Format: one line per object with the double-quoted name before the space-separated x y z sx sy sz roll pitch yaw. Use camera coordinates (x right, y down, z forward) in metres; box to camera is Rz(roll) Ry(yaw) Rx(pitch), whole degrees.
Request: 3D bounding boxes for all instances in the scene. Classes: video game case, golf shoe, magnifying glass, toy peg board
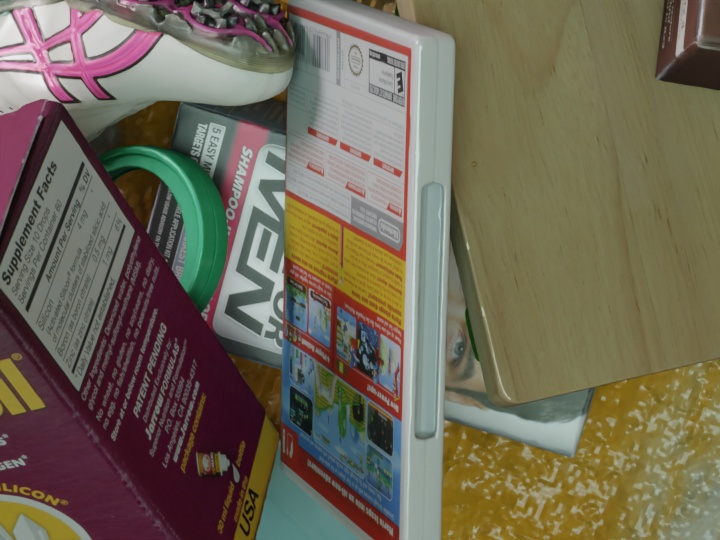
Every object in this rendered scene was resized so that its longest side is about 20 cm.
"video game case" 0.000 0.000 1.015 0.017 0.143 0.202 -3 104 -21
"golf shoe" -0.109 -0.086 1.083 0.199 0.072 0.093 14 111 32
"magnifying glass" -0.130 0.014 1.114 0.199 0.022 0.080 -31 72 33
"toy peg board" 0.111 -0.061 1.041 0.198 0.098 0.202 -12 86 -16

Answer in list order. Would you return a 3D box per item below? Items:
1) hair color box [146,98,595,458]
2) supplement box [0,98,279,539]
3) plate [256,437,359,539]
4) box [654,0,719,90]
"hair color box" 0.011 -0.002 1.113 0.199 0.061 0.100 16 104 2
"supplement box" -0.135 0.048 1.026 0.130 0.104 0.200 -12 131 25
"plate" -0.075 0.159 1.177 0.199 0.026 0.202 2 103 7
"box" 0.216 -0.108 0.974 0.198 0.075 0.101 10 81 -7
